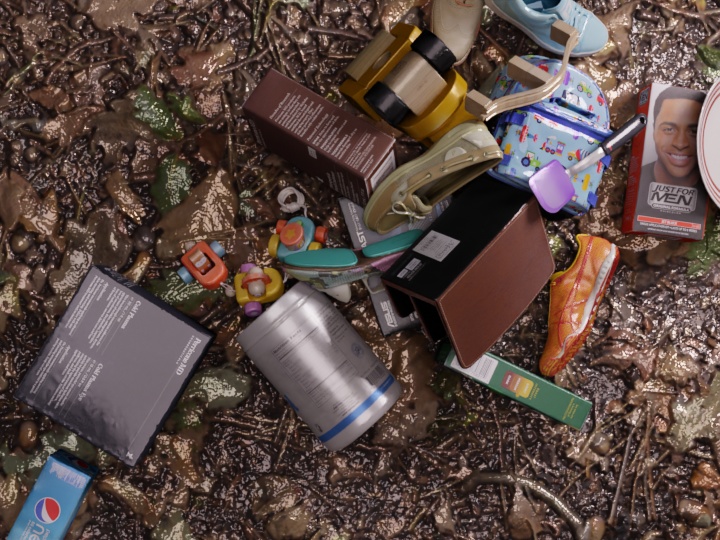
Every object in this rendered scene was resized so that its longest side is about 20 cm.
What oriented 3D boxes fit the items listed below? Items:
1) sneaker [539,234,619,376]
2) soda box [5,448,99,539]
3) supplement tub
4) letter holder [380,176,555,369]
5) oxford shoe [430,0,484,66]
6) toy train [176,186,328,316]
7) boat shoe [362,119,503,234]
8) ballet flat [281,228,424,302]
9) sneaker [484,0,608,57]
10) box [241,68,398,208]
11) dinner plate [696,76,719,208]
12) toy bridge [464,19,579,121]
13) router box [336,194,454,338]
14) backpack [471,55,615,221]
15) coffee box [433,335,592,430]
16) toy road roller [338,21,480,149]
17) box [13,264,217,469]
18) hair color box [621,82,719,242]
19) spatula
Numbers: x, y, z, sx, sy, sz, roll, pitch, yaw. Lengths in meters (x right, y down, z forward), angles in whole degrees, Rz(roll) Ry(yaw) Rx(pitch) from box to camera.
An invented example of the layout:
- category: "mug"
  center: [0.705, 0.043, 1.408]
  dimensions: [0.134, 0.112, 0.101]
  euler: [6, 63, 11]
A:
- category: "sneaker"
  center: [0.283, 0.048, 1.616]
  dimensions: [0.077, 0.073, 0.201]
  euler: [22, 84, 20]
- category: "soda box"
  center: [-0.422, 0.341, 1.573]
  dimensions: [0.064, 0.068, 0.201]
  euler: [28, 88, -2]
- category: "supplement tub"
  center: [-0.053, 0.123, 1.560]
  dimensions: [0.132, 0.132, 0.200]
  euler: [-41, 90, -2]
- category: "letter holder"
  center: [0.143, 0.006, 1.515]
  dimensions: [0.200, 0.100, 0.143]
  euler: [-45, 133, -22]
- category: "oxford shoe"
  center: [0.137, -0.377, 1.602]
  dimensions: [0.070, 0.074, 0.202]
  euler: [10, 89, -2]
- category: "toy train"
  center: [-0.143, -0.030, 1.573]
  dimensions: [0.199, 0.056, 0.150]
  euler: [-36, 66, -5]
- category: "boat shoe"
  center: [0.089, -0.106, 1.507]
  dimensions: [0.200, 0.073, 0.063]
  euler: [-37, 60, 13]
- category: "ballet flat"
  center: [0.000, 0.000, 1.532]
  dimensions: [0.198, 0.069, 0.072]
  euler: [-12, 116, -8]
- category: "sneaker"
  center: [0.258, -0.338, 1.579]
  dimensions: [0.199, 0.082, 0.074]
  euler: [18, 90, -24]
- category: "box"
  center: [-0.050, -0.169, 1.546]
  dimensions: [0.199, 0.100, 0.075]
  euler: [33, 75, 17]
- category: "dinner plate"
  center: [0.509, -0.171, 1.601]
  dimensions: [0.199, 0.024, 0.202]
  euler: [-4, 97, -36]
- category: "toy bridge"
  center: [0.215, -0.245, 1.503]
  dimensions: [0.067, 0.027, 0.200]
  euler: [35, 60, 26]
- category: "router box"
  center: [0.068, -0.027, 1.600]
  dimensions: [0.149, 0.062, 0.201]
  euler: [-19, 90, -1]
- category: "backpack"
  center: [0.249, -0.186, 1.570]
  dimensions: [0.182, 0.134, 0.201]
  euler: [25, 82, -13]
- category: "coffee box"
  center: [0.199, 0.147, 1.575]
  dimensions: [0.199, 0.123, 0.044]
  euler: [25, 87, -3]
- category: "toy road roller"
  center: [0.073, -0.227, 1.555]
  dimensions: [0.123, 0.200, 0.146]
  euler: [-47, 116, 1]
- category: "box"
  center: [-0.317, 0.124, 1.563]
  dimensions: [0.181, 0.104, 0.201]
  euler: [32, 88, -1]
- category: "hair color box"
  center: [0.421, -0.145, 1.617]
  dimensions: [0.101, 0.061, 0.202]
  euler: [7, 88, -2]
- category: "spatula"
  center: [0.292, -0.142, 1.499]
  dimensions: [0.199, 0.021, 0.057]
  euler: [-35, 101, -17]
